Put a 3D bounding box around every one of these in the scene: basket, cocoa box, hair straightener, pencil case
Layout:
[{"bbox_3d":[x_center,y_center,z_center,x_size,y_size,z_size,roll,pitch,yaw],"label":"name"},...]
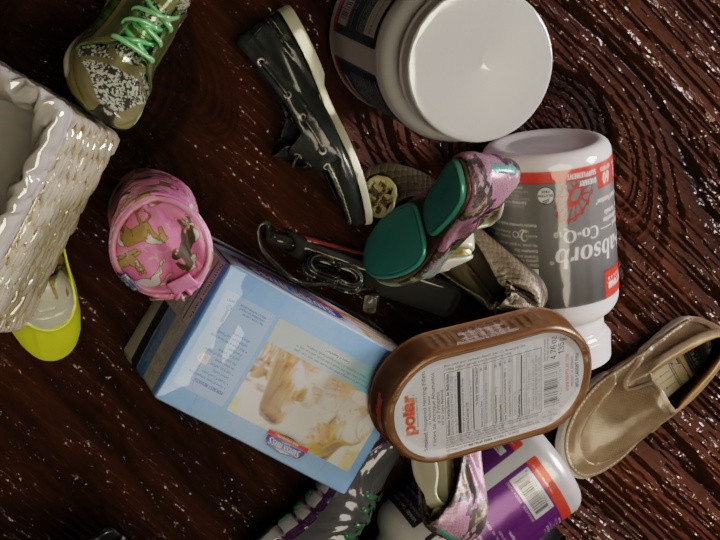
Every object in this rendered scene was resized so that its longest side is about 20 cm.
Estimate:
[{"bbox_3d":[-0.318,-0.075,1.526,0.199,0.161,0.199,29,95,14],"label":"basket"},{"bbox_3d":[-0.077,0.077,1.701,0.199,0.131,0.134,29,94,-22],"label":"cocoa box"},{"bbox_3d":[0.000,0.000,1.735,0.199,0.077,0.041,20,114,-23],"label":"hair straightener"},{"bbox_3d":[-0.164,-0.032,1.610,0.082,0.200,0.087,21,97,-11],"label":"pencil case"}]

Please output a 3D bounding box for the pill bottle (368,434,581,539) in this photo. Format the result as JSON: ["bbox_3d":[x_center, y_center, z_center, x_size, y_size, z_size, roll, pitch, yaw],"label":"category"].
[{"bbox_3d":[0.095,0.225,1.807,0.200,0.112,0.113,-36,112,-5],"label":"pill bottle"}]

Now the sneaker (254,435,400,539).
[{"bbox_3d":[-0.012,0.225,1.773,0.200,0.074,0.088,-45,77,12],"label":"sneaker"}]

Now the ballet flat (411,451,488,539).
[{"bbox_3d":[0.069,0.139,1.745,0.071,0.069,0.201,26,51,-49],"label":"ballet flat"}]

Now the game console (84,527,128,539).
[{"bbox_3d":[-0.262,0.322,1.714,0.200,0.116,0.176,-34,112,-7],"label":"game console"}]

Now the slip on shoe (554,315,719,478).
[{"bbox_3d":[0.264,0.118,1.846,0.200,0.061,0.076,-38,110,-16],"label":"slip on shoe"}]

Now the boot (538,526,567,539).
[{"bbox_3d":[0.104,0.329,1.853,0.066,0.165,0.200,46,64,-3],"label":"boot"}]

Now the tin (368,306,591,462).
[{"bbox_3d":[0.104,0.097,1.681,0.199,0.042,0.113,-14,115,-19],"label":"tin"}]

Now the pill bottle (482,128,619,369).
[{"bbox_3d":[0.171,-0.017,1.767,0.115,0.116,0.201,-10,107,-15],"label":"pill bottle"}]

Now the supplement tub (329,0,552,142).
[{"bbox_3d":[0.064,-0.184,1.641,0.140,0.200,0.141,-5,106,-17],"label":"supplement tub"}]

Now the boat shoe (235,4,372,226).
[{"bbox_3d":[-0.050,-0.121,1.690,0.066,0.075,0.200,-24,110,-8],"label":"boat shoe"}]

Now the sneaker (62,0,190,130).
[{"bbox_3d":[-0.172,-0.196,1.565,0.077,0.201,0.089,31,135,-17],"label":"sneaker"}]

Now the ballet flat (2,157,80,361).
[{"bbox_3d":[-0.272,-0.011,1.649,0.066,0.067,0.201,-13,108,-15],"label":"ballet flat"}]

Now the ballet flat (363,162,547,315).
[{"bbox_3d":[0.075,-0.022,1.721,0.200,0.046,0.067,40,123,11],"label":"ballet flat"}]

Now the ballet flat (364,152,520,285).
[{"bbox_3d":[0.073,-0.039,1.643,0.071,0.200,0.069,1,66,-26],"label":"ballet flat"}]
